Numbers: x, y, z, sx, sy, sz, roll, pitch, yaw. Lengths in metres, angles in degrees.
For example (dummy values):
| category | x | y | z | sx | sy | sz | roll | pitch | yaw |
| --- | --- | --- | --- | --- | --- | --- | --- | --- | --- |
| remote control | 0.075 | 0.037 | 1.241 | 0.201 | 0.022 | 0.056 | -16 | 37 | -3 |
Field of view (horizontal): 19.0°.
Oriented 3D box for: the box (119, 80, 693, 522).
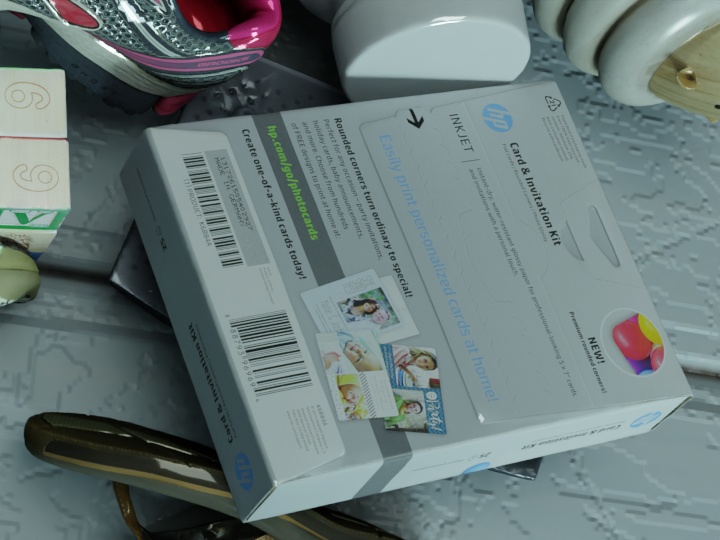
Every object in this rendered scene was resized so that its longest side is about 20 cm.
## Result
| category | x | y | z | sx | sy | sz | roll | pitch | yaw |
| --- | --- | --- | --- | --- | --- | --- | --- | --- | --- |
| box | 0.020 | 0.006 | 0.871 | 0.199 | 0.041 | 0.156 | -10 | 67 | -30 |

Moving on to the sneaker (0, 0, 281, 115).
| category | x | y | z | sx | sy | sz | roll | pitch | yaw |
| --- | --- | --- | --- | --- | --- | --- | --- | --- | --- |
| sneaker | -0.117 | -0.132 | 0.830 | 0.200 | 0.074 | 0.081 | 25 | 59 | -39 |

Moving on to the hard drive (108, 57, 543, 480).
| category | x | y | z | sx | sy | sz | roll | pitch | yaw |
| --- | --- | --- | --- | --- | --- | --- | --- | --- | --- |
| hard drive | 0.000 | 0.000 | 0.926 | 0.199 | 0.042 | 0.135 | 25 | 65 | -10 |

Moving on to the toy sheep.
| category | x | y | z | sx | sy | sz | roll | pitch | yaw |
| --- | --- | --- | --- | --- | --- | --- | --- | --- | --- |
| toy sheep | 0.134 | -0.153 | 0.983 | 0.137 | 0.138 | 0.201 | -18 | 66 | -25 |

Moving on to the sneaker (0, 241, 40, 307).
| category | x | y | z | sx | sy | sz | roll | pitch | yaw |
| --- | --- | --- | --- | --- | --- | --- | --- | --- | --- |
| sneaker | -0.193 | 0.049 | 0.808 | 0.200 | 0.077 | 0.089 | -27 | 98 | -47 |

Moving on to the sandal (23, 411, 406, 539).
| category | x | y | z | sx | sy | sz | roll | pitch | yaw |
| --- | --- | --- | --- | --- | --- | --- | --- | --- | --- |
| sandal | -0.045 | 0.109 | 0.865 | 0.199 | 0.082 | 0.055 | 26 | 87 | -19 |

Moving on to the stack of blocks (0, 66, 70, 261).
| category | x | y | z | sx | sy | sz | roll | pitch | yaw |
| --- | --- | --- | --- | --- | --- | --- | --- | --- | --- |
| stack of blocks | -0.214 | -0.044 | 0.816 | 0.199 | 0.115 | 0.059 | 1 | 74 | -20 |

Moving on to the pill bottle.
| category | x | y | z | sx | sy | sz | roll | pitch | yaw |
| --- | --- | --- | --- | --- | --- | --- | --- | --- | --- |
| pill bottle | 0.015 | -0.174 | 0.941 | 0.111 | 0.111 | 0.201 | -2 | 65 | -21 |
